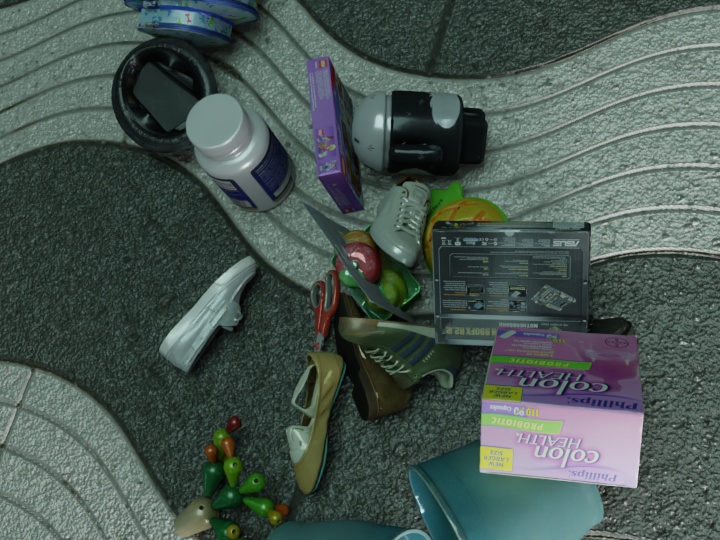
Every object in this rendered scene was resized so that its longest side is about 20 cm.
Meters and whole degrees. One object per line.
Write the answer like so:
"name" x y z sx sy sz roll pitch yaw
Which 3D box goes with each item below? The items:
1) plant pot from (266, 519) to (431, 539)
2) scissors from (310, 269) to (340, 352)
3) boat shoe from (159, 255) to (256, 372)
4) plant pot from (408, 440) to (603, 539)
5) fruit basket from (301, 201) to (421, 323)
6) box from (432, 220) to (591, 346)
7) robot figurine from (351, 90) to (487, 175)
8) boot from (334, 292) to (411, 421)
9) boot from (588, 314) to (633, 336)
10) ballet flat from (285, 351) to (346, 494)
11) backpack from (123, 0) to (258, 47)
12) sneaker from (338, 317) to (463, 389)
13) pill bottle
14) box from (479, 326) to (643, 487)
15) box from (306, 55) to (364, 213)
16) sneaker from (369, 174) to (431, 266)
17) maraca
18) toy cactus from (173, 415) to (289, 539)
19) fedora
"plant pot" -0.029 0.406 1.211 0.187 0.200 0.201 6 71 34
"scissors" -0.057 0.098 1.399 0.073 0.014 0.201 -22 59 50
"boat shoe" -0.218 0.068 1.452 0.068 0.072 0.200 41 78 3
"plant pot" 0.187 0.293 1.184 0.187 0.200 0.201 -25 64 -12
"fruit basket" 0.000 0.000 1.341 0.094 0.200 0.186 -42 65 15
"box" 0.194 0.018 1.228 0.199 0.048 0.159 1 109 13
"robot figurine" 0.086 -0.202 1.421 0.199 0.150 0.126 3 79 0
"boot" 0.013 0.119 1.377 0.075 0.074 0.201 -9 60 -19
"boot" 0.252 0.037 1.274 0.199 0.069 0.175 -13 109 13
"ballet flat" -0.074 0.211 1.348 0.063 0.069 0.201 19 74 -22
"backpack" -0.272 -0.454 1.600 0.199 0.183 0.148 2 93 18
"sneaker" 0.059 0.117 1.304 0.067 0.199 0.090 -3 79 59
"pill bottle" -0.185 -0.181 1.458 0.119 0.200 0.120 -5 69 13
"box" 0.238 0.154 1.131 0.175 0.200 0.097 4 112 13
"box" -0.038 -0.206 1.461 0.039 0.137 0.201 -11 67 11
"sneaker" 0.062 -0.081 1.359 0.085 0.073 0.200 -55 18 23
"maraca" 0.141 -0.049 1.373 0.137 0.107 0.200 -47 44 6
"toy cactus" -0.192 0.323 1.347 0.165 0.102 0.201 -34 66 22
"fedora" -0.311 -0.283 1.585 0.199 0.092 0.202 -2 84 15
